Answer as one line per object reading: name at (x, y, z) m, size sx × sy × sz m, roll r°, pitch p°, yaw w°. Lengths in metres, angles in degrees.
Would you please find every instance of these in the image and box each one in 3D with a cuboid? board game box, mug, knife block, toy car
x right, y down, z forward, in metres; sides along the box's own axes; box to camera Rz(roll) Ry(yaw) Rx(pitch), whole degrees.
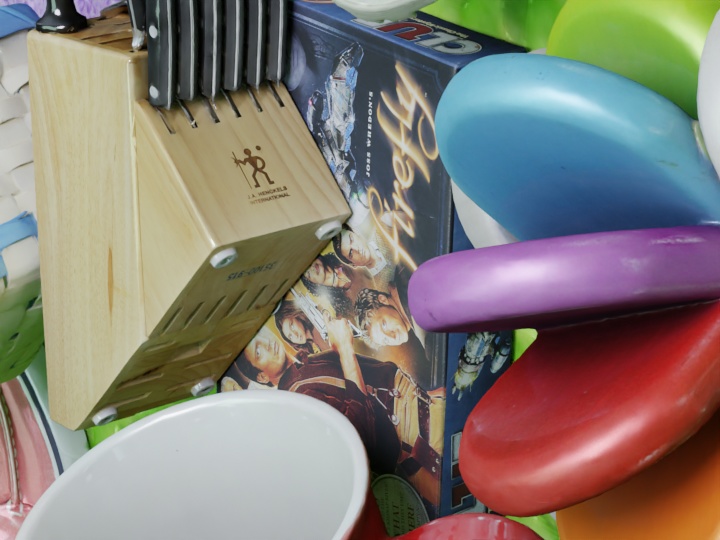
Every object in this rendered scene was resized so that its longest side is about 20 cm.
board game box at (0.000, 0.000, 1.088) m, size 0.135 × 0.035 × 0.200 m, roll 25°, pitch 121°, yaw 46°
mug at (-0.012, 0.164, 1.045) m, size 0.177 × 0.133 × 0.200 m, roll 10°, pitch 135°, yaw 40°
knife block at (-0.085, -0.061, 1.096) m, size 0.176 × 0.064 × 0.200 m, roll 62°, pitch 142°, yaw 19°
toy car at (0.084, 0.010, 0.885) m, size 0.175 × 0.150 × 0.200 m, roll -12°, pitch 93°, yaw 54°

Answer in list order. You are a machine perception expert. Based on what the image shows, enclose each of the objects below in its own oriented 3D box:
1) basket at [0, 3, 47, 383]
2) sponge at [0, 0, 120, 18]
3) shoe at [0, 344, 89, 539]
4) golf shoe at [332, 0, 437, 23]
basket at (-0.197, -0.046, 1.188) m, size 0.200 × 0.139 × 0.176 m, roll 51°, pitch 139°, yaw 7°
sponge at (-0.112, -0.124, 1.195) m, size 0.200 × 0.030 × 0.112 m, roll -43°, pitch 68°, yaw 50°
shoe at (-0.169, 0.128, 1.306) m, size 0.071 × 0.091 × 0.201 m, roll 5°, pitch 106°, yaw 52°
golf shoe at (0.032, -0.162, 0.892) m, size 0.078 × 0.097 × 0.200 m, roll 48°, pitch 115°, yaw 25°
